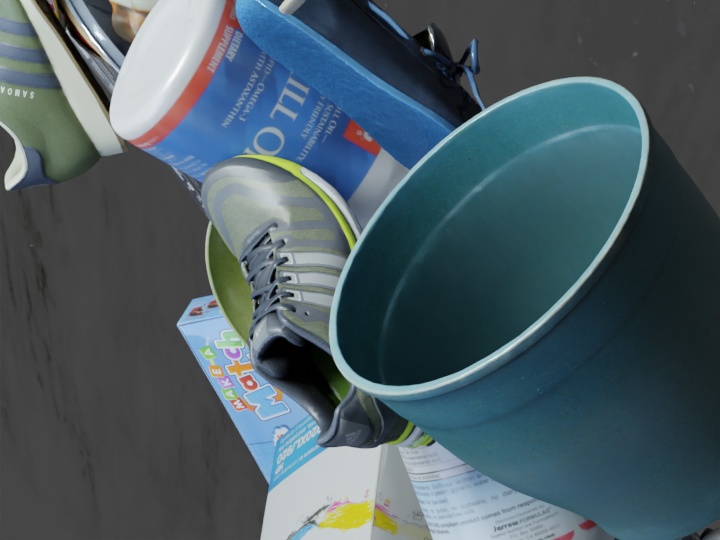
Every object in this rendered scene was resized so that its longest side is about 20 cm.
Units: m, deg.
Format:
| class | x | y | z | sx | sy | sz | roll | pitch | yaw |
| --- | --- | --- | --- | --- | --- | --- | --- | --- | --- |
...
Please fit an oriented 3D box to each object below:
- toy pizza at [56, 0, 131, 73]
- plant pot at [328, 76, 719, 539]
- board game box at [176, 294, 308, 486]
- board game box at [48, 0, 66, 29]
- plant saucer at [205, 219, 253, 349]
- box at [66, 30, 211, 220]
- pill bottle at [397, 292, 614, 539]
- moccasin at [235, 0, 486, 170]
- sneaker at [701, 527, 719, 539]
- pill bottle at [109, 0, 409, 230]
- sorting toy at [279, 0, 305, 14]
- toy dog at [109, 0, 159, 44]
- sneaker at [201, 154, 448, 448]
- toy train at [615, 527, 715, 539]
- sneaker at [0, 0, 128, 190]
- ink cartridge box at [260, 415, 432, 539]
| class | x | y | z | sx | sy | sz | roll | pitch | yaw |
| --- | --- | --- | --- | --- | --- | --- | --- | --- | --- |
| toy pizza | -0.127 | -0.137 | 1.691 | 0.200 | 0.032 | 0.200 | 40 | -159 | -19 |
| plant pot | 0.118 | 0.037 | 1.358 | 0.188 | 0.200 | 0.200 | 45 | 168 | -29 |
| board game box | -0.003 | 0.068 | 1.774 | 0.200 | 0.037 | 0.151 | -13 | 120 | 28 |
| board game box | -0.206 | -0.238 | 1.704 | 0.096 | 0.030 | 0.200 | -90 | 1 | -54 |
| plant saucer | 0.000 | 0.000 | 1.680 | 0.200 | 0.031 | 0.200 | 11 | 126 | 15 |
| box | -0.132 | -0.138 | 1.854 | 0.200 | 0.048 | 0.158 | 51 | 162 | 2 |
| pill bottle | 0.067 | 0.070 | 1.488 | 0.200 | 0.109 | 0.109 | 69 | 161 | -4 |
| moccasin | 0.027 | -0.113 | 1.464 | 0.200 | 0.068 | 0.080 | 40 | 154 | -16 |
| sneaker | 0.246 | 0.141 | 1.443 | 0.200 | 0.078 | 0.099 | -7 | 114 | 60 |
| pill bottle | -0.035 | -0.083 | 1.534 | 0.200 | 0.112 | 0.112 | 28 | 172 | -22 |
| sorting toy | -0.032 | -0.255 | 1.303 | 0.200 | 0.107 | 0.180 | 53 | 155 | -4 |
| toy dog | -0.149 | -0.218 | 1.567 | 0.194 | 0.140 | 0.200 | -15 | 134 | 42 |
| sneaker | -0.031 | 0.016 | 1.432 | 0.200 | 0.081 | 0.074 | 52 | 129 | 25 |
| toy train | 0.186 | 0.230 | 1.621 | 0.114 | 0.085 | 0.200 | 20 | 135 | -2 |
| sneaker | -0.228 | -0.135 | 1.630 | 0.200 | 0.090 | 0.067 | 60 | -178 | -23 |
| ink cartridge box | 0.028 | 0.191 | 1.679 | 0.147 | 0.200 | 0.145 | 27 | 140 | -24 |
